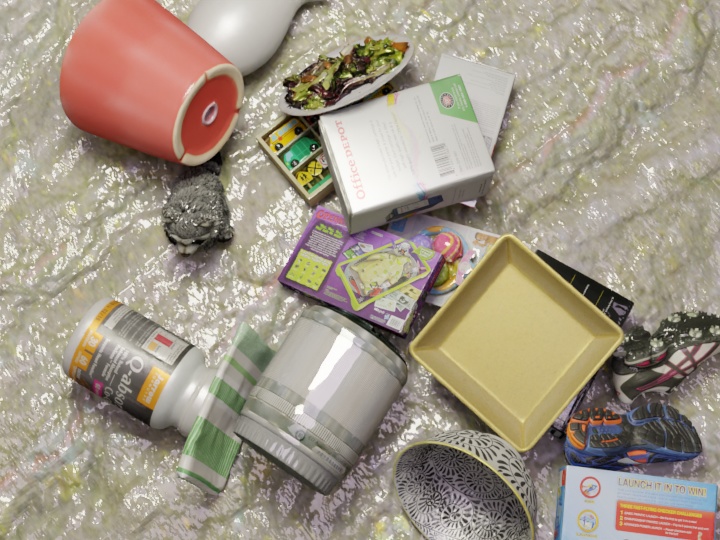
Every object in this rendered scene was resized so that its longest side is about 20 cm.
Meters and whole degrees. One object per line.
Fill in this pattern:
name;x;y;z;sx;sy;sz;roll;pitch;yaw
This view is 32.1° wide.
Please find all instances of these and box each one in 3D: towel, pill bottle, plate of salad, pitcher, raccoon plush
towel;-0.165;0.177;1.569;0.023;0.153;0.202;20;77;18
pill bottle;-0.269;0.129;1.595;0.198;0.116;0.117;29;77;6
plate of salad;-0.023;-0.270;1.664;0.199;0.200;0.048;-31;120;-8
pitcher;-0.165;-0.367;1.731;0.171;0.122;0.200;32;66;28
raccoon plush;-0.227;-0.113;1.645;0.095;0.134;0.203;-11;77;-3

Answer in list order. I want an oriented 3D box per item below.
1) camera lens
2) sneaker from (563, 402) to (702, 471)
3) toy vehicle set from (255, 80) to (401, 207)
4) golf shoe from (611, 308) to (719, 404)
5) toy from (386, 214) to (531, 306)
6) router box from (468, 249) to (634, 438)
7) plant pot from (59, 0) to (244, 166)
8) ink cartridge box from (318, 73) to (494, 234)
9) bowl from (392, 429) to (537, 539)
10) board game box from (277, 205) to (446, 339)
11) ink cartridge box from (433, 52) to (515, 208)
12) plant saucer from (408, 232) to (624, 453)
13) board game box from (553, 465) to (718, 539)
camera lens;-0.047;0.158;1.568;0.159;0.160;0.201;32;77;7
sneaker;0.347;0.220;1.611;0.197;0.079;0.076;6;50;-15
toy vehicle set;-0.030;-0.195;1.715;0.199;0.027;0.124;-39;71;-10
golf shoe;0.412;0.110;1.642;0.197;0.077;0.089;-13;118;-19
toy;0.113;-0.014;1.649;0.198;0.047;0.116;17;75;17
router box;0.248;0.095;1.645;0.148;0.051;0.201;30;77;8
plant pot;-0.260;-0.237;1.625;0.176;0.201;0.202;29;77;21
ink cartridge box;0.057;-0.151;1.632;0.197;0.088;0.147;-17;74;-7
bowl;0.147;0.266;1.554;0.200;0.201;0.094;40;48;9
board game box;0.000;0.000;1.640;0.198;0.032;0.121;23;79;28
ink cartridge box;0.134;-0.186;1.715;0.108;0.050;0.202;17;77;3
plant saucer;0.196;0.090;1.580;0.200;0.048;0.200;41;95;8
board game box;0.343;0.359;1.579;0.197;0.056;0.199;8;76;1
